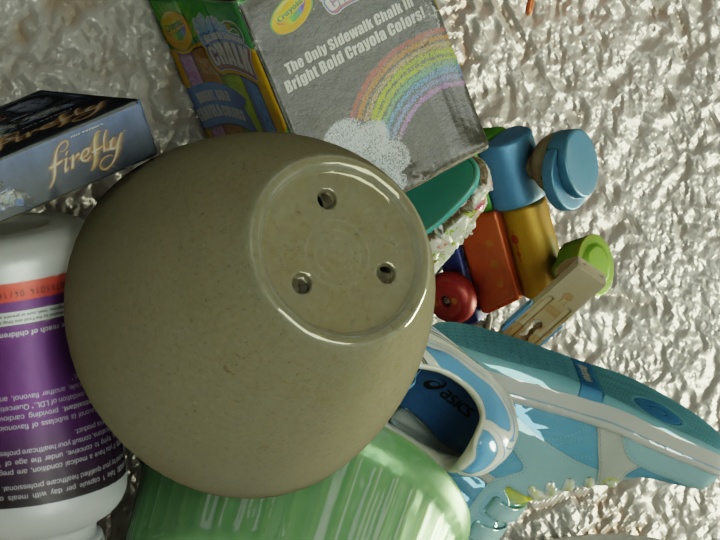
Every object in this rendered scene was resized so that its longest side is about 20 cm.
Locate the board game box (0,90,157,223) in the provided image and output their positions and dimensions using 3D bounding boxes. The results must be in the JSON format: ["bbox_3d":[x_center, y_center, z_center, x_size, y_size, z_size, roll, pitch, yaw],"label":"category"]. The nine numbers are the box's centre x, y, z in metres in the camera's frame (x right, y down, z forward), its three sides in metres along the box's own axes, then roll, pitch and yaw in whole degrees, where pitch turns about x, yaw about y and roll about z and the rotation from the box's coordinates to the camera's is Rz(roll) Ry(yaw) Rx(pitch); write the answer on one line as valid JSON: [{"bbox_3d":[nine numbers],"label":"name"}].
[{"bbox_3d":[-0.228,-0.046,1.440,0.200,0.135,0.035,-25,108,-26],"label":"board game box"}]

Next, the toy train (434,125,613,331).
[{"bbox_3d":[0.108,0.005,1.646,0.085,0.116,0.200,-35,115,-48],"label":"toy train"}]

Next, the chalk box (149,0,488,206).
[{"bbox_3d":[-0.034,-0.140,1.551,0.124,0.124,0.200,-30,110,-23],"label":"chalk box"}]

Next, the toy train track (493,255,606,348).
[{"bbox_3d":[0.077,0.053,1.637,0.115,0.033,0.200,34,123,-20],"label":"toy train track"}]

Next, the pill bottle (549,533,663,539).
[{"bbox_3d":[0.162,0.281,1.730,0.114,0.114,0.201,-6,100,-30],"label":"pill bottle"}]

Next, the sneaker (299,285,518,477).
[{"bbox_3d":[0.003,0.048,1.524,0.200,0.072,0.072,33,102,11],"label":"sneaker"}]

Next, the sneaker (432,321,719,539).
[{"bbox_3d":[0.114,0.121,1.595,0.200,0.080,0.131,20,103,0],"label":"sneaker"}]

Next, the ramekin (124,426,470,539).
[{"bbox_3d":[-0.044,0.165,1.529,0.200,0.200,0.098,39,51,-29],"label":"ramekin"}]

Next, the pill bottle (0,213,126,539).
[{"bbox_3d":[-0.192,0.074,1.482,0.112,0.112,0.201,-11,102,-29],"label":"pill bottle"}]

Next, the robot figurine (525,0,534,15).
[{"bbox_3d":[0.112,-0.263,1.624,0.116,0.144,0.201,-9,105,10],"label":"robot figurine"}]

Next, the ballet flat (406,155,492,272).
[{"bbox_3d":[0.000,0.000,1.601,0.200,0.076,0.064,-32,136,7],"label":"ballet flat"}]

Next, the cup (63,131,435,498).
[{"bbox_3d":[-0.040,0.008,1.391,0.200,0.143,0.201,7,71,-23],"label":"cup"}]
